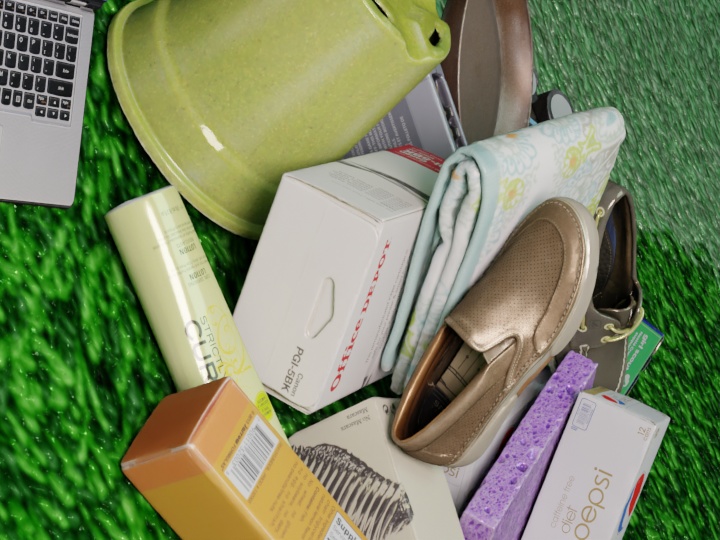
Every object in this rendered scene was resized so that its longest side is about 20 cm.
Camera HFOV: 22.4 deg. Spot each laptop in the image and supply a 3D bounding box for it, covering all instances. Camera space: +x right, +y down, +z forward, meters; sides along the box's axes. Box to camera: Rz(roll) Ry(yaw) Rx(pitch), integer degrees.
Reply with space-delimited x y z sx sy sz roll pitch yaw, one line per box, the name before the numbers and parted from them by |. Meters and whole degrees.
laptop | -0.175 -0.136 1.036 0.187 0.115 0.202 4 93 -59

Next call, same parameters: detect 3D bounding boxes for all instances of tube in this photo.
tube | -0.102 0.045 1.170 0.052 0.058 0.202 177 -109 -82

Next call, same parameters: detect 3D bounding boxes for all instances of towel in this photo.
towel | 0.098 -0.015 1.270 0.048 0.201 0.171 36 35 25

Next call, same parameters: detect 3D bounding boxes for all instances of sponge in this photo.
sponge | 0.119 0.158 1.337 0.030 0.112 0.200 23 42 17

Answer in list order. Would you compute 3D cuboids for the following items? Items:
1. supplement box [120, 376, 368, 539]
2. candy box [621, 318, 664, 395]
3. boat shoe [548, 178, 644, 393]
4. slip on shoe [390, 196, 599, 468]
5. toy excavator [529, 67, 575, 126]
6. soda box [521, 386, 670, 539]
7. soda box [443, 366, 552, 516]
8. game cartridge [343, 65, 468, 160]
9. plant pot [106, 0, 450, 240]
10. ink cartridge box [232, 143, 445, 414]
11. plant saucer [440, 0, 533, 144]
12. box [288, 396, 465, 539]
supplement box | -0.055 0.162 1.119 0.201 0.066 0.069 54 41 -20
candy box | 0.135 0.010 1.506 0.199 0.077 0.169 30 6 -46
boat shoe | 0.181 0.020 1.384 0.072 0.060 0.203 -29 124 -35
slip on shoe | 0.085 0.040 1.191 0.060 0.201 0.076 15 24 -45
toy excavator | 0.144 -0.066 1.670 0.194 0.099 0.202 35 52 -40
soda box | 0.161 0.190 1.350 0.063 0.202 0.068 24 8 17
soda box | 0.088 0.118 1.386 0.068 0.064 0.200 22 20 18
game cartridge | 0.023 -0.069 1.391 0.040 0.132 0.202 -6 77 -68
plant pot | -0.044 -0.154 1.274 0.200 0.184 0.201 40 30 -30
ink cartridge box | 0.000 0.000 1.268 0.082 0.148 0.200 28 19 19
plant saucer | 0.099 -0.159 1.480 0.200 0.032 0.202 3 90 -67
box | 0.024 0.193 1.228 0.068 0.082 0.202 12 55 -57
